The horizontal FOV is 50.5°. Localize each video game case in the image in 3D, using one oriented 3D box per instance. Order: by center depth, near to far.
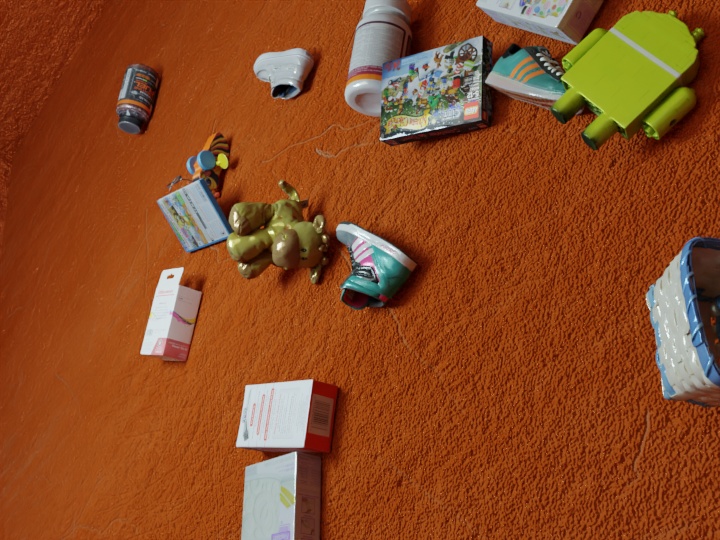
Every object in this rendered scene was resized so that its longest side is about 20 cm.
[{"bbox_3d":[-0.385,-0.124,1.770,0.198,0.145,0.018,-14,20,46],"label":"video game case"}]

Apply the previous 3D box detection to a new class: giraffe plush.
[{"bbox_3d":[-0.133,-0.053,1.428,0.199,0.174,0.162,-37,46,-18],"label":"giraffe plush"}]

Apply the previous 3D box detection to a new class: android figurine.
[{"bbox_3d":[0.344,-0.250,0.974,0.200,0.041,0.182,-44,56,4],"label":"android figurine"}]

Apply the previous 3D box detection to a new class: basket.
[{"bbox_3d":[0.374,0.038,0.730,0.201,0.136,0.180,119,156,-63],"label":"basket"}]

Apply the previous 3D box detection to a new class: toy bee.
[{"bbox_3d":[-0.372,-0.231,1.841,0.201,0.109,0.130,-49,26,-17],"label":"toy bee"}]

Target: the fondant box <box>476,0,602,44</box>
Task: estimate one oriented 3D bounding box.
[{"bbox_3d":[0.284,-0.438,1.152,0.146,0.058,0.200,-60,37,10],"label":"fondant box"}]

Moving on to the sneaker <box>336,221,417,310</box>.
[{"bbox_3d":[0.000,0.000,1.274,0.122,0.083,0.199,-57,39,-2],"label":"sneaker"}]

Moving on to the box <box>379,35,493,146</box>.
[{"bbox_3d":[0.122,-0.291,1.253,0.197,0.037,0.140,-5,79,38],"label":"box"}]

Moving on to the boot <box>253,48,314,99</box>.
[{"bbox_3d":[-0.189,-0.435,1.723,0.198,0.073,0.097,1,66,50],"label":"boot"}]

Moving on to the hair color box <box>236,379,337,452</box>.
[{"bbox_3d":[-0.128,0.253,1.313,0.198,0.063,0.113,-12,64,46],"label":"hair color box"}]

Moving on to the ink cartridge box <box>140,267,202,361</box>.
[{"bbox_3d":[-0.430,0.101,1.752,0.115,0.067,0.204,-5,70,49],"label":"ink cartridge box"}]

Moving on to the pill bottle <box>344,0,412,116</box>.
[{"bbox_3d":[0.037,-0.397,1.400,0.109,0.109,0.204,-11,64,47],"label":"pill bottle"}]

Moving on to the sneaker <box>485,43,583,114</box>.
[{"bbox_3d":[0.259,-0.285,1.105,0.200,0.071,0.081,40,107,53],"label":"sneaker"}]

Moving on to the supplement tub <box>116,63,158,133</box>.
[{"bbox_3d":[-0.693,-0.528,2.359,0.106,0.106,0.204,-14,63,46],"label":"supplement tub"}]

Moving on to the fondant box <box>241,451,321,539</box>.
[{"bbox_3d":[-0.131,0.412,1.240,0.143,0.058,0.204,-26,54,40],"label":"fondant box"}]
